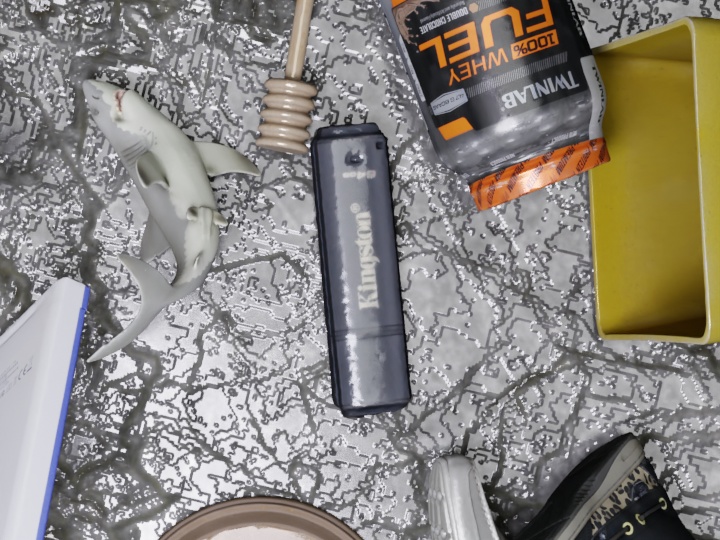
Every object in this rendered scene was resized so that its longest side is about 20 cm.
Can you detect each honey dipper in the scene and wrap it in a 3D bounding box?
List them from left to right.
[{"bbox_3d":[-0.040,-0.182,1.495,0.038,0.038,0.201,8,87,-2],"label":"honey dipper"}]

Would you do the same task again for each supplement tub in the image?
[{"bbox_3d":[0.088,-0.149,1.455,0.122,0.123,0.201,-22,91,-2],"label":"supplement tub"}]

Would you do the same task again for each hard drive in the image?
[{"bbox_3d":[-0.227,0.117,1.392,0.025,0.132,0.201,26,48,-24],"label":"hard drive"}]

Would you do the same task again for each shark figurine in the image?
[{"bbox_3d":[-0.133,-0.022,1.458,0.128,0.215,0.090,19,131,-30],"label":"shark figurine"}]

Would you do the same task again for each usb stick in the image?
[{"bbox_3d":[0.000,0.000,1.495,0.055,0.033,0.201,-5,90,-2],"label":"usb stick"}]

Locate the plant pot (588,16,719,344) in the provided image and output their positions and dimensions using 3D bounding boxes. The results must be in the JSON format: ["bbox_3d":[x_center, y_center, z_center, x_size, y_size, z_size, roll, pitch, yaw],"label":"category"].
[{"bbox_3d":[0.266,-0.058,1.436,0.176,0.200,0.201,-3,90,-13],"label":"plant pot"}]

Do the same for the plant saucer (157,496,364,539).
[{"bbox_3d":[-0.068,0.256,1.494,0.199,0.029,0.201,0,90,-3],"label":"plant saucer"}]

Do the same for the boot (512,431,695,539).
[{"bbox_3d":[0.171,0.220,1.444,0.154,0.073,0.204,50,47,-5],"label":"boot"}]

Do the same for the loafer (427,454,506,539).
[{"bbox_3d":[0.095,0.218,1.484,0.069,0.070,0.201,-16,96,-10],"label":"loafer"}]
